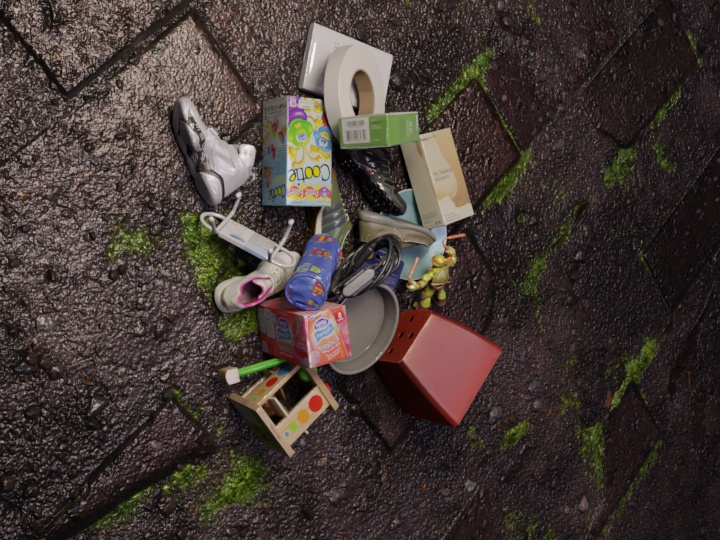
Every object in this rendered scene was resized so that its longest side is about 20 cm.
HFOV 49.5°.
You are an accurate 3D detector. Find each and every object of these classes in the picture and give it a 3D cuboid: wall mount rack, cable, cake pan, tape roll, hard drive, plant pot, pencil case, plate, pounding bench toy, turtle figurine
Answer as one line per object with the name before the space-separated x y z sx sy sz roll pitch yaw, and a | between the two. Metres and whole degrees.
wall mount rack | -0.202 -0.069 1.416 0.198 0.174 0.075 27 117 -2
cable | 0.000 0.000 1.536 0.200 0.163 0.051 -41 108 -11
cake pan | -0.004 0.114 1.593 0.199 0.037 0.202 -22 125 -35
tape roll | -0.009 -0.340 1.538 0.202 0.037 0.206 -3 94 -63
hard drive | -0.028 -0.410 1.610 0.198 0.025 0.134 12 87 -34
plant pot | 0.144 0.192 1.683 0.176 0.199 0.201 41 71 -19
pencil case | -0.085 0.003 1.464 0.077 0.200 0.088 19 116 0
plate | 0.109 -0.079 1.729 0.198 0.025 0.203 -2 94 -34
pounding bench toy | -0.161 0.221 1.506 0.156 0.124 0.201 -43 115 -24
turtle figurine | 0.171 0.015 1.715 0.200 0.064 0.162 -40 149 -35

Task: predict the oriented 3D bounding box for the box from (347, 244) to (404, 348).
box | 0.009 0.053 1.652 0.120 0.032 0.202 22 91 -33

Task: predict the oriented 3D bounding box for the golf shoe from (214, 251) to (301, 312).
golf shoe | -0.181 0.024 1.500 0.199 0.091 0.076 -33 109 -29

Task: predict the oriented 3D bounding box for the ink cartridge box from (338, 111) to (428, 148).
ink cartridge box | 0.049 -0.272 1.501 0.200 0.103 0.060 -24 113 -60

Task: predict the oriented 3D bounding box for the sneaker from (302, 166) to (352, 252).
sneaker | -0.058 -0.108 1.589 0.089 0.067 0.203 6 97 -32

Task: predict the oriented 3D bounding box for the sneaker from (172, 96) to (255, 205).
sneaker | -0.265 -0.231 1.435 0.114 0.075 0.202 -30 114 -30

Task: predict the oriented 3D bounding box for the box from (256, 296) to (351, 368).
box | -0.111 0.111 1.486 0.094 0.199 0.104 -13 100 -32

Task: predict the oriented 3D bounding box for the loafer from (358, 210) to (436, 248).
loafer | 0.072 -0.075 1.655 0.198 0.075 0.070 13 99 -31

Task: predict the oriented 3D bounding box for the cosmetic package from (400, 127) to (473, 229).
cosmetic package | 0.168 -0.201 1.710 0.105 0.071 0.202 -22 97 -38

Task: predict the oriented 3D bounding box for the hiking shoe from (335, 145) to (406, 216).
hiking shoe | 0.043 -0.208 1.637 0.200 0.075 0.101 49 64 -17

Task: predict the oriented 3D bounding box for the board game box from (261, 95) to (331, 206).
board game box | -0.123 -0.226 1.512 0.102 0.104 0.203 -2 95 -35
